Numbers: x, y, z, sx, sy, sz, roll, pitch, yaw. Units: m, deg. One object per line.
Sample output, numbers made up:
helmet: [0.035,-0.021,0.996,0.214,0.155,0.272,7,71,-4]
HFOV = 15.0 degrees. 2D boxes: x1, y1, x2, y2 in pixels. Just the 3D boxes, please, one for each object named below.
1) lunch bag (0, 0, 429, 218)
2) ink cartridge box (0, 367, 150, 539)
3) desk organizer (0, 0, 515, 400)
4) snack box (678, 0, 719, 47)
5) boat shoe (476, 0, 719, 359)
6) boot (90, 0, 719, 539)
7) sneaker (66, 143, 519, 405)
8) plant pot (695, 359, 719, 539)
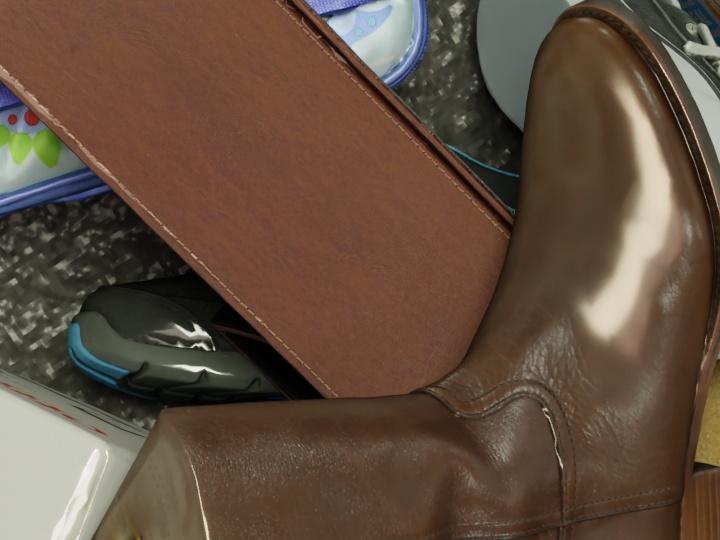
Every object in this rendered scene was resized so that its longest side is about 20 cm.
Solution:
lunch bag: [-0.084,-0.103,0.866,0.199,0.082,0.162,-15,95,-8]
ink cartridge box: [-0.099,0.076,0.780,0.145,0.200,0.085,22,86,24]
desk organizer: [-0.032,-0.031,0.798,0.200,0.072,0.077,45,80,-15]
snack box: [0.128,-0.107,0.866,0.053,0.142,0.200,-41,96,-8]
boat shoe: [0.098,-0.038,0.836,0.068,0.199,0.074,2,116,-21]
boot: [0.009,0.027,0.709,0.199,0.064,0.188,-9,91,-37]
sneaker: [0.000,0.000,0.888,0.199,0.073,0.083,-5,87,-19]
plant pot: [0.155,0.097,0.816,0.185,0.200,0.188,-6,110,-17]
